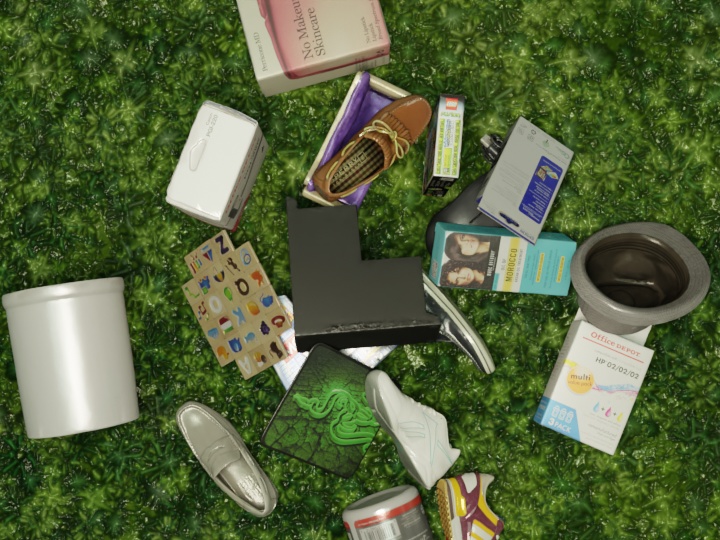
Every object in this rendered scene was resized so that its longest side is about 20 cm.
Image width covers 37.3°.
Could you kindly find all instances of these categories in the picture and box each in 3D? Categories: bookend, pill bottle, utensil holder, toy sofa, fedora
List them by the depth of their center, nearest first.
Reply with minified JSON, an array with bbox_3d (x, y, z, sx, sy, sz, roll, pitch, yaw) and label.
[{"bbox_3d":[0.000,0.000,1.478,0.197,0.092,0.202,-5,72,-2],"label":"bookend"},{"bbox_3d":[-0.403,0.121,1.494,0.168,0.170,0.202,-8,89,1],"label":"utensil holder"},{"bbox_3d":[0.057,0.415,1.497,0.115,0.116,0.202,-19,87,0],"label":"pill bottle"},{"bbox_3d":[0.384,0.024,1.508,0.199,0.091,0.177,-23,56,-25],"label":"fedora"},{"bbox_3d":[-0.005,-0.180,1.537,0.082,0.098,0.201,26,87,2],"label":"toy sofa"}]

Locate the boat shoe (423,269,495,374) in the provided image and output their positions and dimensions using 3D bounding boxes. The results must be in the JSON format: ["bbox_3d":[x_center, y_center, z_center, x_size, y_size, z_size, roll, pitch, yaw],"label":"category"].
[{"bbox_3d":[0.118,0.076,1.537,0.062,0.075,0.200,-43,84,6],"label":"boat shoe"}]

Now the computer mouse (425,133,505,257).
[{"bbox_3d":[0.175,-0.091,1.552,0.138,0.053,0.200,44,89,2],"label":"computer mouse"}]

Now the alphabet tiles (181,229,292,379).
[{"bbox_3d":[-0.179,0.051,1.521,0.166,0.006,0.201,-30,86,40],"label":"alphabet tiles"}]

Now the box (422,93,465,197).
[{"bbox_3d":[0.114,-0.169,1.483,0.034,0.200,0.111,5,86,0],"label":"box"}]

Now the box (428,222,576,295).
[{"bbox_3d":[0.202,-0.016,1.516,0.198,0.049,0.083,4,105,-14],"label":"box"}]

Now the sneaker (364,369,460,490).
[{"bbox_3d":[0.072,0.214,1.519,0.080,0.070,0.201,-36,113,-14],"label":"sneaker"}]

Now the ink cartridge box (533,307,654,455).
[{"bbox_3d":[0.341,0.146,1.529,0.114,0.068,0.202,22,87,2],"label":"ink cartridge box"}]

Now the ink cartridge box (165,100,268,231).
[{"bbox_3d":[-0.195,-0.140,1.486,0.084,0.200,0.147,21,88,2],"label":"ink cartridge box"}]

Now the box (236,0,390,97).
[{"bbox_3d":[-0.066,-0.346,1.540,0.198,0.109,0.129,-15,87,0],"label":"box"}]

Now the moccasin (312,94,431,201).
[{"bbox_3d":[0.021,-0.171,1.472,0.201,0.078,0.074,-35,108,-14],"label":"moccasin"}]

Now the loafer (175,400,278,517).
[{"bbox_3d":[-0.192,0.269,1.531,0.070,0.070,0.200,-44,87,-1],"label":"loafer"}]

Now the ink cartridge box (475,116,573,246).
[{"bbox_3d":[0.227,-0.120,1.504,0.099,0.039,0.201,34,53,-5],"label":"ink cartridge box"}]

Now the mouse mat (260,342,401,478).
[{"bbox_3d":[-0.037,0.200,1.494,0.008,0.199,0.162,28,88,46],"label":"mouse mat"}]

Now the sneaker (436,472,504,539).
[{"bbox_3d":[0.167,0.390,1.518,0.089,0.075,0.202,-9,94,-9],"label":"sneaker"}]

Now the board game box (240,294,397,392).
[{"bbox_3d":[-0.068,0.086,1.543,0.200,0.062,0.200,-42,88,-1],"label":"board game box"}]
